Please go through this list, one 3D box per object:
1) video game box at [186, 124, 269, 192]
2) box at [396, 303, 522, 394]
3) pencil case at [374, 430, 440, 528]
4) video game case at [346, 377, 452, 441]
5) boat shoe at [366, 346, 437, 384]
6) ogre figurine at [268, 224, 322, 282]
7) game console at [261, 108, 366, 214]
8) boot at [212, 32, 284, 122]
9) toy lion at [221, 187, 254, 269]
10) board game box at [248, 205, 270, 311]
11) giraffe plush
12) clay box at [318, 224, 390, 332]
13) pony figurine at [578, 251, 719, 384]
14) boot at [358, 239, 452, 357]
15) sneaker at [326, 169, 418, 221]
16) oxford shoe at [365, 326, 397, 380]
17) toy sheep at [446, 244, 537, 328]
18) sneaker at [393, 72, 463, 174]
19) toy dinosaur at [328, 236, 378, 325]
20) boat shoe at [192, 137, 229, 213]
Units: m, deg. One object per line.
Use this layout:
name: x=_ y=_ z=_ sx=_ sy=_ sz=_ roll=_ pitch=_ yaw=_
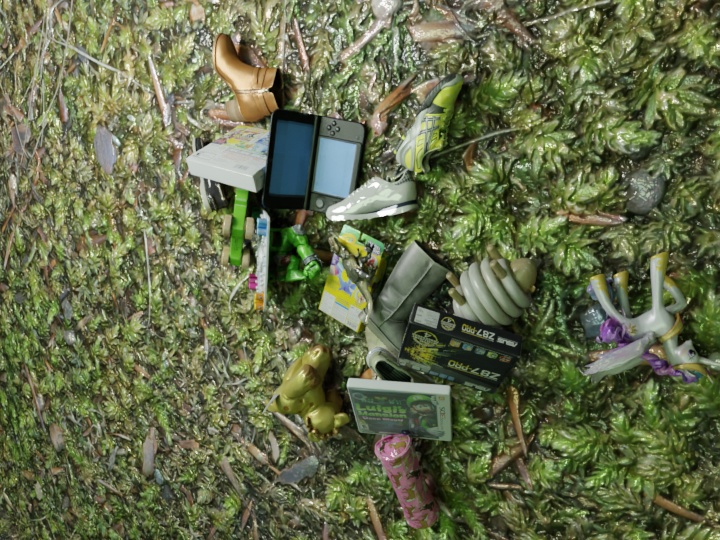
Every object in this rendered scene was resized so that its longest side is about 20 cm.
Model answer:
video game box: x=-0.247 y=-0.250 z=1.233 sx=0.197 sy=0.182 sz=0.047 roll=18 pitch=137 yaw=28
box: x=0.174 y=0.145 z=1.027 sx=0.196 sy=0.050 sz=0.162 roll=17 pitch=146 yaw=5
pencil case: x=0.098 y=0.431 z=1.155 sx=0.082 sy=0.086 sz=0.203 roll=-10 pitch=111 yaw=37
video game case: x=0.081 y=0.277 z=1.114 sx=0.196 sy=0.024 sz=0.184 roll=2 pitch=137 yaw=13
boat shoe: x=0.091 y=0.229 z=1.121 sx=0.199 sy=0.062 sz=0.072 roll=36 pitch=99 yaw=-13
ogre figurine: x=-0.162 y=-0.037 z=1.258 sx=0.199 sy=0.096 sz=0.123 roll=-179 pitch=80 yaw=-67
game console: x=-0.094 y=-0.215 z=1.163 sx=0.168 sy=0.118 sz=0.204 roll=14 pitch=106 yaw=17
boot: x=-0.246 y=-0.440 z=1.265 sx=0.152 sy=0.073 sz=0.204 roll=-1 pitch=109 yaw=33
toy lion: x=-0.276 y=-0.132 z=1.301 sx=0.201 sy=0.067 sz=0.195 roll=114 pitch=159 yaw=-55
board game box: x=-0.231 y=-0.033 z=1.272 sx=0.200 sy=0.025 sz=0.204 roll=-138 pitch=51 yaw=-69
giraffe plush: x=-0.101 y=0.291 z=1.256 sx=0.162 sy=0.201 sz=0.172 roll=43 pitch=153 yaw=-8
clay box: x=-0.011 y=0.014 z=1.206 sx=0.114 sy=0.047 sz=0.203 roll=27 pitch=110 yaw=26
pony figurine: x=0.437 y=0.098 z=0.894 sx=0.191 sy=0.166 sz=0.204 roll=-22 pitch=71 yaw=25
boot: x=0.112 y=0.069 z=1.127 sx=0.181 sy=0.073 sz=0.200 roll=42 pitch=100 yaw=-3
sneaker: x=0.020 y=-0.145 z=1.143 sx=0.196 sy=0.076 sz=0.082 roll=-9 pitch=97 yaw=19
oxford shoe: x=0.052 y=0.200 z=1.181 sx=0.070 sy=0.073 sz=0.203 roll=-25 pitch=85 yaw=32
toy sheep: x=0.228 y=0.043 z=1.012 sx=0.199 sy=0.137 sz=0.139 roll=-34 pitch=80 yaw=27
sneaker: x=0.141 y=-0.272 z=1.056 sx=0.076 sy=0.075 sz=0.201 roll=40 pitch=127 yaw=12
toy dinosaur: x=0.000 y=0.000 z=1.131 sx=0.088 sy=0.047 sz=0.202 roll=-47 pitch=57 yaw=37
boat shoe: x=-0.368 y=-0.238 z=1.380 sx=0.059 sy=0.074 sz=0.203 roll=-14 pitch=71 yaw=-7
